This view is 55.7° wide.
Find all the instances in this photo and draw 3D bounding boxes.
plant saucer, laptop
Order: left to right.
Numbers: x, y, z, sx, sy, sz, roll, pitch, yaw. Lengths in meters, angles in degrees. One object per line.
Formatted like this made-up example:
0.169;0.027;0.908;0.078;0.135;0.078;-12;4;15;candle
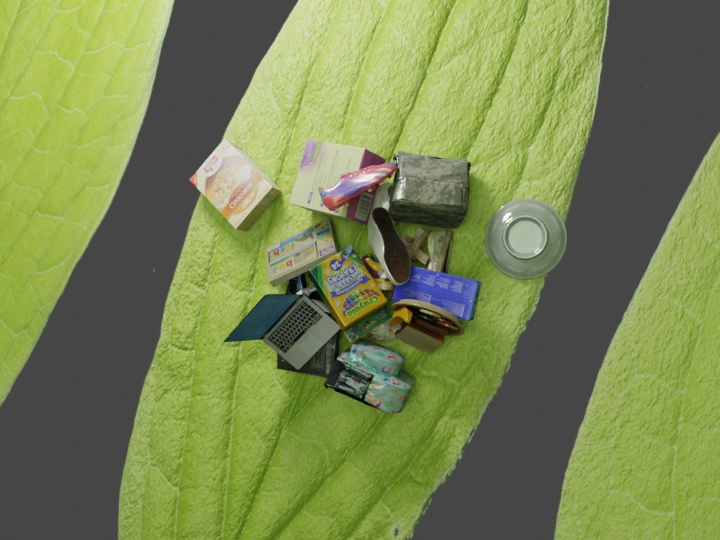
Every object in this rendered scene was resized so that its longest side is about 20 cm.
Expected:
-0.188;0.155;1.661;0.200;0.116;0.187;41;118;-6;laptop
0.404;-0.080;1.670;0.199;0.050;0.202;-1;86;14;plant saucer

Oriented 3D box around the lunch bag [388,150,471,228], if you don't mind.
0.173;-0.208;1.680;0.198;0.139;0.169;7;72;-2;lunch bag

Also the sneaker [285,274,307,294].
-0.179;0.081;1.802;0.077;0.070;0.202;-7;86;7;sneaker

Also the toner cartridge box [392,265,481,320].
0.184;0.051;1.644;0.199;0.043;0.096;15;96;24;toner cartridge box

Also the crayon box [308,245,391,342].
-0.024;0.056;1.665;0.125;0.052;0.201;-30;78;-16;crayon box

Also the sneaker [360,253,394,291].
0.000;0.000;1.754;0.199;0.075;0.091;7;87;20;sneaker

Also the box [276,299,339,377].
-0.134;0.172;1.747;0.157;0.048;0.201;8;116;11;box

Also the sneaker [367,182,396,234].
0.065;-0.132;1.748;0.099;0.075;0.202;-12;84;15;sneaker

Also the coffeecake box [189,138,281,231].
-0.341;-0.232;1.862;0.200;0.073;0.154;45;99;13;coffeecake box

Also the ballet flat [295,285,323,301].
-0.078;0.072;1.736;0.198;0.057;0.067;-2;105;8;ballet flat

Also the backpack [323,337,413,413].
0.035;0.262;1.682;0.199;0.177;0.151;29;97;8;backpack

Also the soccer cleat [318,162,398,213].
-0.005;-0.212;1.617;0.199;0.067;0.077;-32;92;-2;soccer cleat

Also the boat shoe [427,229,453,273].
0.202;-0.004;1.706;0.062;0.073;0.202;-3;85;17;boat shoe

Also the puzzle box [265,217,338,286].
-0.156;-0.048;1.788;0.199;0.025;0.134;-25;45;11;puzzle box

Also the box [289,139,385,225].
-0.061;-0.227;1.743;0.199;0.096;0.177;16;91;36;box

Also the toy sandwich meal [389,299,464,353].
0.153;0.136;1.642;0.204;0.205;0.071;17;72;15;toy sandwich meal

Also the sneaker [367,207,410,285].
0.067;-0.050;1.669;0.072;0.085;0.201;-10;71;-20;sneaker

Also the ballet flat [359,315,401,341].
0.016;0.141;1.751;0.198;0.064;0.076;8;89;14;ballet flat

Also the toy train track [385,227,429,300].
0.109;-0.017;1.729;0.115;0.032;0.201;43;114;48;toy train track
